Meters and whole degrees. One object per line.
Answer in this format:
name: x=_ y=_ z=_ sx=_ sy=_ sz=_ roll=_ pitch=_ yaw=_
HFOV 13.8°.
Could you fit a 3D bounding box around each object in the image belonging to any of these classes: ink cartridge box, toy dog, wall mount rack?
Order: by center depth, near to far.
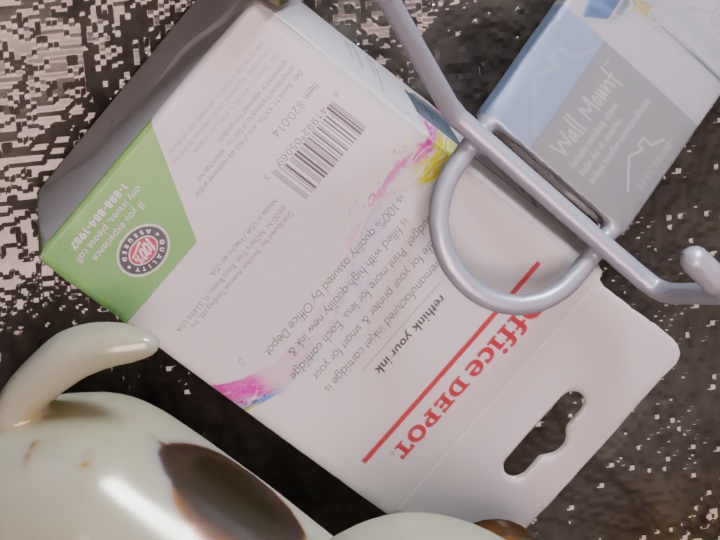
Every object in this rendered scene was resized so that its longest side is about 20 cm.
wall mount rack: x=0.082 y=-0.088 z=0.971 sx=0.174 sy=0.075 sz=0.200 roll=40 pitch=74 yaw=-18
toy dog: x=-0.033 y=0.117 z=1.003 sx=0.200 sy=0.140 sz=0.194 roll=12 pitch=103 yaw=13
ink cartridge box: x=0.000 y=0.000 z=1.032 sx=0.200 sy=0.067 sz=0.117 roll=38 pitch=101 yaw=-19

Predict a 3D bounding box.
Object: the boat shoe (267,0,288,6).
boat shoe: x=-0.001 y=-0.187 z=0.957 sx=0.068 sy=0.075 sz=0.200 roll=32 pitch=89 yaw=3
